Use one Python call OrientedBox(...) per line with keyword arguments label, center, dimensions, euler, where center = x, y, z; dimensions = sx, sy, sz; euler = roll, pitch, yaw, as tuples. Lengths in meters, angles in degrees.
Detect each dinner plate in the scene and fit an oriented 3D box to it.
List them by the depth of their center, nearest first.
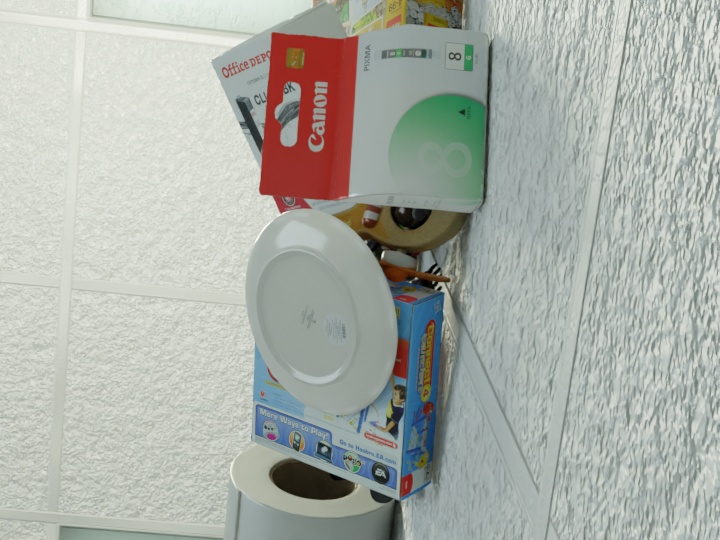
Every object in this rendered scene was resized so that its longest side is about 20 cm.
OrientedBox(label="dinner plate", center=(-0.046, 0.043, 1.275), dimensions=(0.024, 0.199, 0.203), euler=(-20, -54, -47))

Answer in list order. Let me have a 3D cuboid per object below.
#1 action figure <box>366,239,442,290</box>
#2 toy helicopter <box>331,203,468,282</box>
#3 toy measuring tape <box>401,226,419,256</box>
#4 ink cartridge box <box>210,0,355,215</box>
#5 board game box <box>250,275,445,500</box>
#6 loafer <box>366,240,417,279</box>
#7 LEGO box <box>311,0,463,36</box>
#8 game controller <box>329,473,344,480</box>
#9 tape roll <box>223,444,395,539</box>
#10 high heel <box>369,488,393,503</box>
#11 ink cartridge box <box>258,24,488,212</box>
OrientedBox(label="action figure", center=(0.000, 0.000, 1.388), dimensions=(0.198, 0.102, 0.120), euler=(-6, 104, 44))
OrientedBox(label="toy helicopter", center=(0.012, -0.039, 1.275), dimensions=(0.079, 0.198, 0.134), euler=(26, -129, -60))
OrientedBox(label="toy measuring tape", center=(0.051, -0.057, 1.412), dimensions=(0.200, 0.072, 0.075), euler=(125, 150, -80))
OrientedBox(label="ink cartridge box", center=(-0.056, -0.162, 1.413), dimensions=(0.144, 0.083, 0.202), euler=(-9, 107, 54))
OrientedBox(label="board game box", center=(-0.017, 0.099, 1.323), dimensions=(0.056, 0.198, 0.199), euler=(-16, -64, -50))
OrientedBox(label="loafer", center=(0.001, -0.059, 1.574), dimensions=(0.068, 0.075, 0.202), euler=(-32, 79, 48))
OrientedBox(label="LEGO box", center=(0.024, -0.256, 1.447), dimensions=(0.199, 0.076, 0.151), euler=(-20, 62, 55))
OrientedBox(label="game controller", center=(0.009, 0.136, 1.494), dimensions=(0.105, 0.042, 0.202), euler=(96, -161, -61))
OrientedBox(label="tape roll", center=(-0.062, 0.304, 1.576), dimensions=(0.203, 0.199, 0.141), euler=(-100, 16, -71))
OrientedBox(label="high heel", center=(0.036, 0.140, 1.431), dimensions=(0.143, 0.070, 0.203), euler=(3, -84, -86))
OrientedBox(label="ink cartridge box", center=(0.014, -0.141, 1.195), dimensions=(0.050, 0.197, 0.163), euler=(115, 159, -73))
